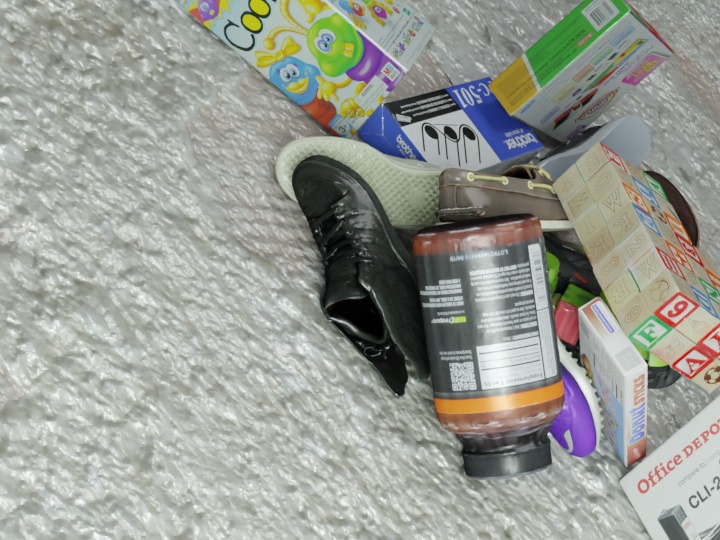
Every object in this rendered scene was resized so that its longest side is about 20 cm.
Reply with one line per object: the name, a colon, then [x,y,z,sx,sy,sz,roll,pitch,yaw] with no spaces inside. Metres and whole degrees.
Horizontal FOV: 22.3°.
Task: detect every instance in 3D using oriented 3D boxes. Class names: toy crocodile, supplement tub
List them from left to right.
supplement tub: [0.104,0.060,1.447,0.107,0.106,0.202,-13,97,-52]
toy crocodile: [0.179,0.036,1.590,0.199,0.068,0.062,23,28,13]

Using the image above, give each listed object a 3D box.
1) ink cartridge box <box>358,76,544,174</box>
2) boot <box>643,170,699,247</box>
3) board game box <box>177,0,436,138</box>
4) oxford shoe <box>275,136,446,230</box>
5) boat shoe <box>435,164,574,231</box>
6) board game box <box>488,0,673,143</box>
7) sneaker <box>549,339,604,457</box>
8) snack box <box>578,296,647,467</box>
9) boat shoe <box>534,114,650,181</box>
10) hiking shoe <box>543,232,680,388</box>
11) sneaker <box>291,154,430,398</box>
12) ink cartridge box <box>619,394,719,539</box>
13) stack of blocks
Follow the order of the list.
ink cartridge box: [0.090,-0.125,1.749,0.094,0.044,0.200,53,34,11]
boot: [0.281,-0.046,1.792,0.166,0.072,0.201,45,29,-52]
board game box: [-0.048,-0.232,1.668,0.200,0.103,0.105,40,33,-6]
oxford shoe: [0.014,-0.072,1.599,0.199,0.076,0.058,9,6,-24]
boat shoe: [0.138,-0.062,1.592,0.199,0.072,0.060,-6,94,-45]
board game box: [0.223,-0.201,1.823,0.040,0.153,0.200,53,13,17]
sneaker: [0.123,0.083,1.541,0.099,0.069,0.201,-32,98,-20]
snack box: [0.212,0.097,1.532,0.072,0.024,0.200,57,-8,27]
boat shoe: [0.206,-0.097,1.821,0.200,0.066,0.070,-39,107,-34]
hiking shoe: [0.219,0.024,1.672,0.200,0.076,0.101,39,32,3]
sneaker: [-0.002,0.001,1.492,0.200,0.060,0.104,53,31,-3]
ink cartridge box: [0.331,0.216,1.534,0.083,0.144,0.201,2,51,-45]
stack of blocks: [0.245,-0.005,1.528,0.115,0.059,0.201,31,26,-35]
